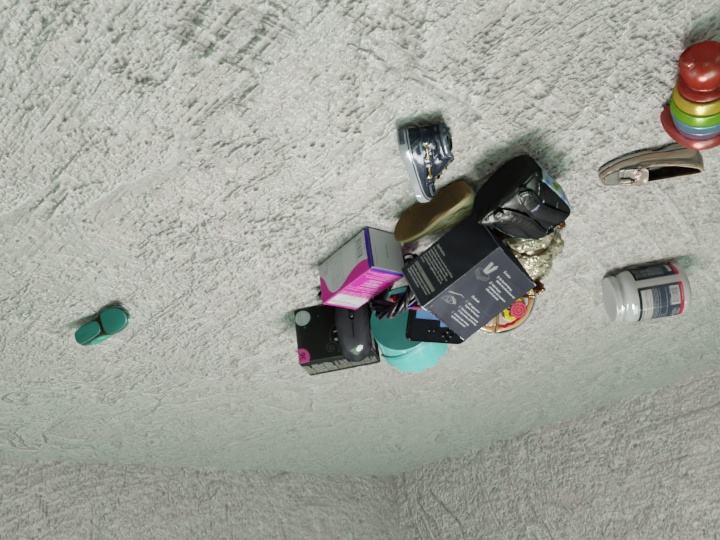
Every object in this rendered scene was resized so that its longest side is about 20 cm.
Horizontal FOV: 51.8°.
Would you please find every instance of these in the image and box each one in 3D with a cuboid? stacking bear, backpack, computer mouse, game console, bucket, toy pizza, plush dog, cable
[{"bbox_3d":[0.574,-0.303,1.243,0.121,0.114,0.200,-16,149,15],"label":"stacking bear"},{"bbox_3d":[0.331,-0.138,1.474,0.199,0.154,0.163,27,122,-32],"label":"backpack"},{"bbox_3d":[-0.026,0.133,1.839,0.138,0.201,0.053,-12,-174,1],"label":"computer mouse"},{"bbox_3d":[0.200,0.078,1.819,0.176,0.201,0.031,6,-177,-29],"label":"game console"},{"bbox_3d":[0.128,0.152,1.929,0.206,0.208,0.135,-15,149,14],"label":"bucket"},{"bbox_3d":[0.337,0.059,1.815,0.199,0.201,0.032,-7,-175,-3],"label":"toy pizza"},{"bbox_3d":[0.376,-0.056,1.666,0.199,0.161,0.172,-11,128,1],"label":"plush dog"},{"bbox_3d":[0.081,0.039,1.679,0.051,0.200,0.163,41,104,-19],"label":"cable"}]

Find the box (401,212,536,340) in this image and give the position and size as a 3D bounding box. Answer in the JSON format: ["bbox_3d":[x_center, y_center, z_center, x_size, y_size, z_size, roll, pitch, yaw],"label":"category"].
[{"bbox_3d":[0.227,0.016,1.550,0.200,0.118,0.197,-38,139,13],"label":"box"}]

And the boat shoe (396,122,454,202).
[{"bbox_3d":[0.133,-0.193,1.361,0.090,0.071,0.200,-10,152,13],"label":"boat shoe"}]

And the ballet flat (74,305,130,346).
[{"bbox_3d":[-0.616,0.131,1.819,0.199,0.068,0.070,-24,174,29],"label":"ballet flat"}]

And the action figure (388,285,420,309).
[{"bbox_3d":[0.138,0.049,1.725,0.200,0.099,0.065,-45,122,6],"label":"action figure"}]

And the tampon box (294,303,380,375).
[{"bbox_3d":[-0.062,0.177,1.967,0.199,0.151,0.126,-12,155,7],"label":"tampon box"}]

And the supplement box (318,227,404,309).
[{"bbox_3d":[0.000,0.000,1.682,0.103,0.102,0.200,12,148,-35],"label":"supplement box"}]

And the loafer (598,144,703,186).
[{"bbox_3d":[0.585,-0.203,1.492,0.199,0.063,0.072,-15,153,13],"label":"loafer"}]

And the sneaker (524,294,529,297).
[{"bbox_3d":[0.379,0.049,1.937,0.074,0.088,0.200,1,171,-23],"label":"sneaker"}]

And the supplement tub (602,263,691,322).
[{"bbox_3d":[0.771,0.063,2.003,0.199,0.141,0.141,-9,154,2],"label":"supplement tub"}]

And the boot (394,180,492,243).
[{"bbox_3d":[0.185,-0.099,1.568,0.200,0.073,0.155,-35,143,29],"label":"boot"}]
